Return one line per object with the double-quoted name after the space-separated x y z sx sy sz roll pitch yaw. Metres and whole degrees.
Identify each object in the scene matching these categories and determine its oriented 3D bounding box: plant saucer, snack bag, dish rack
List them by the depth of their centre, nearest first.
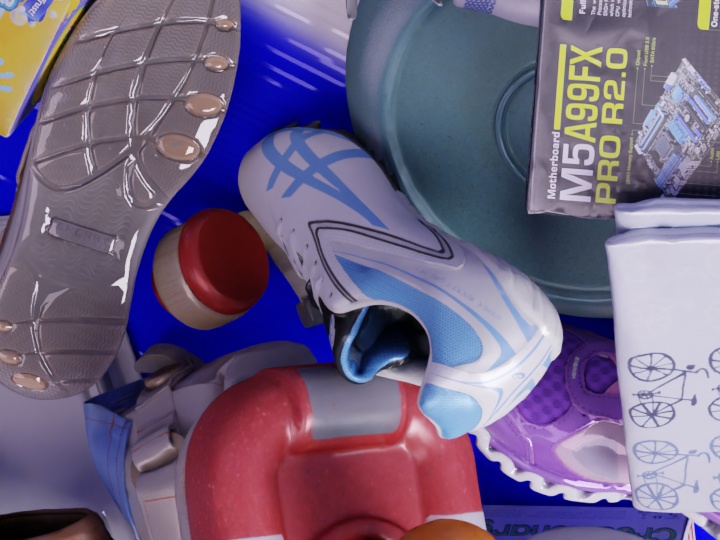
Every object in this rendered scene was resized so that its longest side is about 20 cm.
0.193 0.037 0.937 0.198 0.022 0.189 0 143 9 "snack bag"
0.087 -0.060 1.017 0.198 0.027 0.201 8 125 12 "plant saucer"
-0.179 0.076 1.187 0.170 0.044 0.201 -7 118 18 "dish rack"

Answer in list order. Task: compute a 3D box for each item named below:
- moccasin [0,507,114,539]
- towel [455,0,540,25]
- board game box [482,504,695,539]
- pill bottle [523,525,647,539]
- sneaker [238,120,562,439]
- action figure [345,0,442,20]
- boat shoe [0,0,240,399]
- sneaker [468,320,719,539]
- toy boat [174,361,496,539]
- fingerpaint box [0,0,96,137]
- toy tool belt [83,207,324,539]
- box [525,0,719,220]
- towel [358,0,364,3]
-0.185 0.125 1.132 0.200 0.073 0.078 2 115 44 "moccasin"
0.139 -0.148 0.934 0.198 0.024 0.148 13 98 4 "towel"
0.058 0.167 1.176 0.198 0.035 0.127 -1 119 16 "board game box"
0.092 0.215 1.107 0.111 0.112 0.201 8 120 11 "pill bottle"
0.000 0.000 1.019 0.072 0.200 0.072 -37 129 -14 "sneaker"
-0.012 -0.194 0.908 0.118 0.102 0.202 -8 85 29 "action figure"
-0.110 -0.047 1.076 0.075 0.072 0.201 23 102 -16 "boat shoe"
0.135 0.059 1.055 0.199 0.081 0.089 23 144 -4 "sneaker"
0.012 0.129 0.990 0.130 0.130 0.202 -22 75 57 "toy boat"
-0.162 -0.182 1.014 0.166 0.073 0.201 30 123 -1 "fingerpaint box"
-0.069 0.085 1.110 0.122 0.124 0.201 -23 86 42 "toy tool belt"
0.143 -0.115 0.898 0.159 0.044 0.202 4 100 4 "box"
0.090 -0.092 1.025 0.146 0.024 0.200 -28 109 28 "towel"
